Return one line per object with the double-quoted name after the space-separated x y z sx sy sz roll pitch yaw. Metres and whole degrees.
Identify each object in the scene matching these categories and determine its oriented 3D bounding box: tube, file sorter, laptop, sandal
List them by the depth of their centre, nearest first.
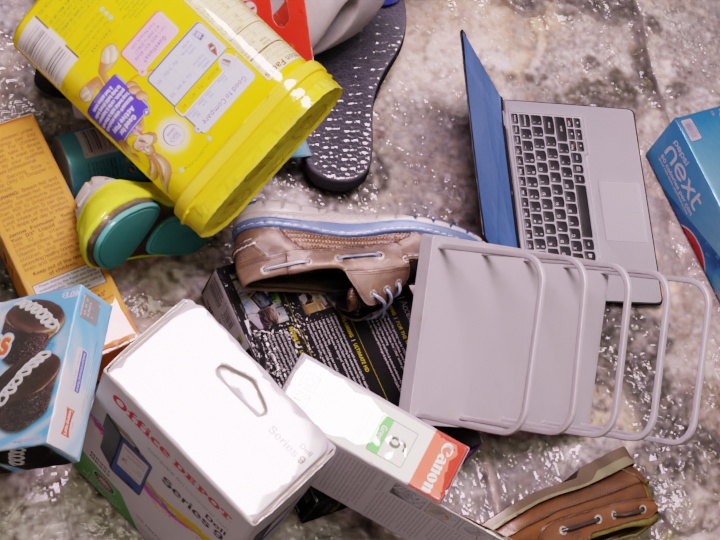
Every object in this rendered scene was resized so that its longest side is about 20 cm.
0.148 0.056 1.348 0.199 0.124 0.139 8 89 -41 "file sorter"
-0.141 -0.104 1.435 0.199 0.050 0.078 -15 85 -19 "tube"
0.166 -0.081 1.490 0.199 0.116 0.188 3 65 -16 "laptop"
-0.012 -0.156 1.517 0.076 0.043 0.201 14 67 0 "sandal"

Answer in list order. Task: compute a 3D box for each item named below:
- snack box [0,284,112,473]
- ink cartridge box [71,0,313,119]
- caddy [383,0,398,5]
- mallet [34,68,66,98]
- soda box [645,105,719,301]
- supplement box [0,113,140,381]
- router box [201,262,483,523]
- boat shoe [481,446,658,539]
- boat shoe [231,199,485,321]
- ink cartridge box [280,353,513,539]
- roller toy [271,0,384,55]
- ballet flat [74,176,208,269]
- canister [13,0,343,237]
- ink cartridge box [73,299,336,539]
-0.265 0.083 1.247 0.037 0.199 0.117 39 50 -44 "snack box"
-0.138 -0.202 1.360 0.050 0.199 0.163 -18 103 -57 "ink cartridge box"
0.006 -0.320 1.534 0.141 0.105 0.200 -32 61 -31 "caddy"
-0.166 -0.140 1.463 0.199 0.041 0.066 25 63 -10 "mallet"
0.322 -0.037 1.544 0.064 0.068 0.201 -16 71 -22 "soda box"
-0.234 -0.014 1.359 0.069 0.067 0.200 -25 75 -17 "supplement box"
-0.015 0.075 1.396 0.149 0.051 0.201 -16 71 -25 "router box"
0.144 0.203 1.374 0.199 0.072 0.068 -25 75 -25 "boat shoe"
0.000 0.000 1.373 0.199 0.072 0.073 6 66 -8 "boat shoe"
0.026 0.142 1.280 0.199 0.109 0.050 29 66 0 "ink cartridge box"
-0.075 -0.254 1.424 0.182 0.201 0.140 12 24 26 "roller toy"
-0.173 -0.041 1.345 0.067 0.200 0.067 38 103 13 "ballet flat"
-0.134 -0.146 1.309 0.200 0.087 0.149 44 99 5 "canister"
-0.113 0.127 1.256 0.145 0.200 0.087 45 61 6 "ink cartridge box"
